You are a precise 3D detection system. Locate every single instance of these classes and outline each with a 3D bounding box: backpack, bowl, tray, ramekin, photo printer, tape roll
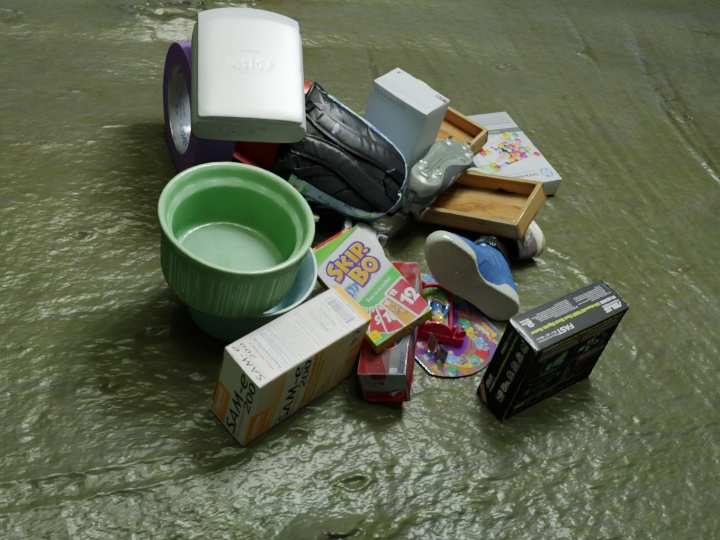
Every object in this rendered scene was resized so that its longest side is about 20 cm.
[{"bbox_3d":[-0.023,-0.162,1.426,0.197,0.154,0.165,24,73,0],"label":"backpack"},{"bbox_3d":[-0.164,0.020,1.271,0.197,0.106,0.203,9,44,-9],"label":"bowl"},{"bbox_3d":[0.190,-0.111,1.498,0.197,0.037,0.099,13,54,37],"label":"tray"},{"bbox_3d":[-0.163,-0.035,1.179,0.196,0.099,0.202,10,44,-10],"label":"ramekin"},{"bbox_3d":[-0.162,-0.287,1.333,0.163,0.070,0.204,2,67,-13],"label":"photo printer"},{"bbox_3d":[0.123,-0.261,1.674,0.199,0.037,0.098,36,63,26],"label":"tray"},{"bbox_3d":[-0.254,-0.252,1.443,0.065,0.202,0.202,-7,49,-26],"label":"tape roll"}]

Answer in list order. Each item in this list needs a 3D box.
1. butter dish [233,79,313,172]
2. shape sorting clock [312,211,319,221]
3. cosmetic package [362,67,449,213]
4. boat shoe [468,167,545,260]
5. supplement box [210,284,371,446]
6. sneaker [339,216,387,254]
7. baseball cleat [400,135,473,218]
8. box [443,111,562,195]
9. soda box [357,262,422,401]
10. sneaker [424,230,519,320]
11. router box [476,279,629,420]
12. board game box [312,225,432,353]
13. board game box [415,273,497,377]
[{"bbox_3d":[-0.105,-0.246,1.530,0.198,0.149,0.200,32,45,15],"label":"butter dish"},{"bbox_3d":[-0.156,-0.107,1.397,0.196,0.040,0.200,15,9,-2],"label":"shape sorting clock"},{"bbox_3d":[0.057,-0.211,1.512,0.112,0.202,0.081,33,43,19],"label":"cosmetic package"},{"bbox_3d":[0.227,-0.095,1.554,0.064,0.072,0.201,-18,60,-39],"label":"boat shoe"},{"bbox_3d":[-0.088,0.119,1.184,0.199,0.127,0.073,-29,61,-38],"label":"supplement box"},{"bbox_3d":[0.000,0.000,1.379,0.079,0.077,0.202,19,43,-12],"label":"sneaker"},{"bbox_3d":[0.115,-0.148,1.490,0.069,0.107,0.199,38,35,14],"label":"baseball cleat"},{"bbox_3d":[0.252,-0.210,1.700,0.153,0.042,0.201,-10,52,-27],"label":"box"},{"bbox_3d":[0.043,0.082,1.288,0.069,0.064,0.202,-1,47,12],"label":"soda box"},{"bbox_3d":[0.166,-0.018,1.410,0.199,0.076,0.112,36,33,-28],"label":"sneaker"},{"bbox_3d":[0.270,0.111,1.302,0.198,0.151,0.062,-19,53,-34],"label":"router box"},{"bbox_3d":[0.004,0.017,1.280,0.095,0.030,0.200,-31,54,-16],"label":"board game box"},{"bbox_3d":[0.119,0.065,1.374,0.157,0.039,0.200,-24,59,-36],"label":"board game box"}]
